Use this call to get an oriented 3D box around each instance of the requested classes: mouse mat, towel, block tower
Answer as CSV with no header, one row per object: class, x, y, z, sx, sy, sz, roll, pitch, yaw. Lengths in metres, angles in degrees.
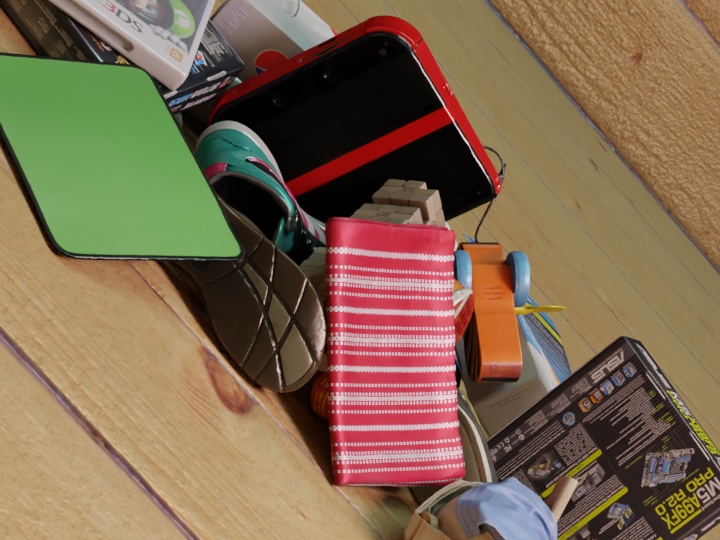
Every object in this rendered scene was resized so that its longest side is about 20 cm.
mouse mat,-0.179,-0.080,1.505,0.161,0.008,0.200,1,48,-40
towel,0.027,0.061,1.601,0.145,0.022,0.200,7,79,-48
block tower,0.000,0.000,1.650,0.200,0.054,0.058,-47,133,-44

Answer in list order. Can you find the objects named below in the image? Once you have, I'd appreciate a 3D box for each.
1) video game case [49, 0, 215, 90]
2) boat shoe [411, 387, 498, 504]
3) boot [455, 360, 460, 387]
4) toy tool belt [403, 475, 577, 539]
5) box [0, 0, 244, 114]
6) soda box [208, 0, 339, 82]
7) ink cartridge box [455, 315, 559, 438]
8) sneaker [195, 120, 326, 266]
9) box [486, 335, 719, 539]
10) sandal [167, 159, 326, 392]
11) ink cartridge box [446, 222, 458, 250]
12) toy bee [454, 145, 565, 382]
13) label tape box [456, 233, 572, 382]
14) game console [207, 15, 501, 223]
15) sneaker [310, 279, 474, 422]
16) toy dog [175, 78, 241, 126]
video game case,-0.193,-0.253,1.685,0.182,0.023,0.200,36,35,-18
boat shoe,0.066,0.131,1.705,0.061,0.072,0.201,28,24,-46
boot,0.015,0.026,1.820,0.200,0.072,0.144,44,17,-36
toy tool belt,0.098,0.205,1.525,0.125,0.123,0.200,50,15,-1
box,-0.203,-0.209,1.693,0.200,0.046,0.159,52,34,5
soda box,-0.037,-0.159,1.786,0.200,0.063,0.068,41,31,-7
ink cartridge box,0.157,0.143,1.861,0.200,0.068,0.115,59,10,-31
sneaker,-0.063,-0.018,1.667,0.200,0.084,0.121,50,18,-15
box,0.183,0.174,1.696,0.160,0.200,0.044,56,16,21
sandal,-0.100,0.002,1.565,0.200,0.082,0.055,45,-7,6
ink cartridge box,-0.002,-0.069,1.934,0.200,0.084,0.145,43,18,-43
toy bee,0.110,0.015,1.805,0.131,0.200,0.109,19,-28,2
label tape box,0.138,0.065,2.091,0.143,0.066,0.200,45,13,-21
game console,-0.009,-0.098,1.738,0.177,0.200,0.031,58,23,-18
sneaker,0.013,0.060,1.672,0.077,0.073,0.200,26,35,21
toy dog,-0.125,-0.175,1.830,0.132,0.096,0.200,58,17,27
